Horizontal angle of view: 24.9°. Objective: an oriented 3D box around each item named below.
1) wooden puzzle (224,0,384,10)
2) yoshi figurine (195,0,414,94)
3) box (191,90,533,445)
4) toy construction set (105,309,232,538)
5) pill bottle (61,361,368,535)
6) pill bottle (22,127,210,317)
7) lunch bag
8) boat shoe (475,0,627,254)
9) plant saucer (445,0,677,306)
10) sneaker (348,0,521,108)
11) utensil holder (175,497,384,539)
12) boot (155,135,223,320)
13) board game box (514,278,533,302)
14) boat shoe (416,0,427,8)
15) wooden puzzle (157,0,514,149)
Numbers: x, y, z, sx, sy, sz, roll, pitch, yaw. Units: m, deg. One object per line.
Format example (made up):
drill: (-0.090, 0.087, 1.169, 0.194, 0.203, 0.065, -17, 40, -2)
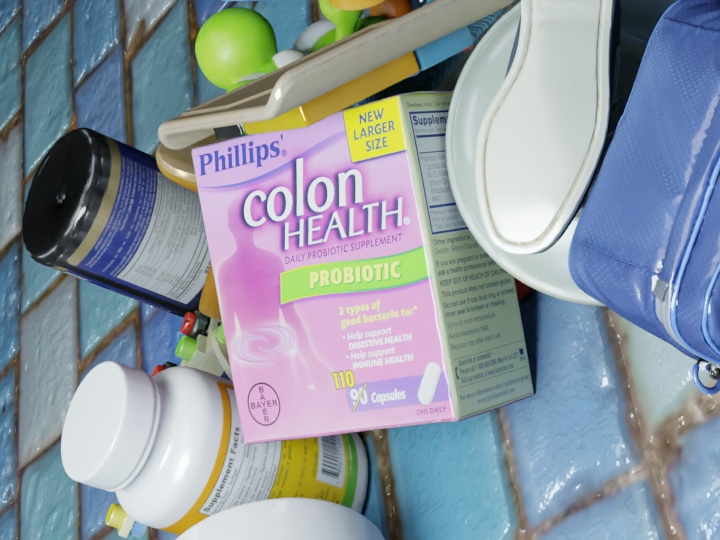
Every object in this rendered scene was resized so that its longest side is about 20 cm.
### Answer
wooden puzzle: (-0.030, -0.240, 1.187, 0.184, 0.047, 0.201, 4, 38, 23)
yoshi figurine: (-0.049, -0.169, 1.224, 0.111, 0.200, 0.113, 24, 124, 27)
box: (0.000, 0.000, 1.055, 0.175, 0.096, 0.202, -10, 90, 37)
toy construction set: (-0.126, 0.112, 1.273, 0.200, 0.092, 0.132, -41, 28, 27)
pill bottle: (-0.102, 0.132, 1.131, 0.111, 0.199, 0.112, -31, 47, 41)
pill bottle: (-0.160, -0.028, 1.303, 0.112, 0.199, 0.113, -30, 49, 41)
lunch bag: (0.211, -0.032, 0.844, 0.132, 0.135, 0.202, 24, 94, 57)
boat shoe: (0.109, -0.103, 0.902, 0.074, 0.062, 0.202, 3, 80, 20)
plant saucer: (0.142, -0.082, 0.949, 0.198, 0.050, 0.202, -2, 82, 16)
sneaker: (0.056, -0.145, 1.162, 0.200, 0.081, 0.077, -40, 64, 23)
utensil holder: (-0.042, 0.268, 1.004, 0.170, 0.169, 0.201, -45, 37, 29)
boot: (-0.091, -0.023, 1.206, 0.071, 0.200, 0.145, 51, 122, 34)
board game box: (0.085, -0.047, 1.115, 0.200, 0.040, 0.154, -43, 41, 32)
boat shoe: (0.033, -0.269, 1.267, 0.068, 0.084, 0.200, -30, 38, 1)
wooden puzzle: (-0.016, -0.123, 1.024, 0.200, 0.184, 0.038, -8, 109, 63)
